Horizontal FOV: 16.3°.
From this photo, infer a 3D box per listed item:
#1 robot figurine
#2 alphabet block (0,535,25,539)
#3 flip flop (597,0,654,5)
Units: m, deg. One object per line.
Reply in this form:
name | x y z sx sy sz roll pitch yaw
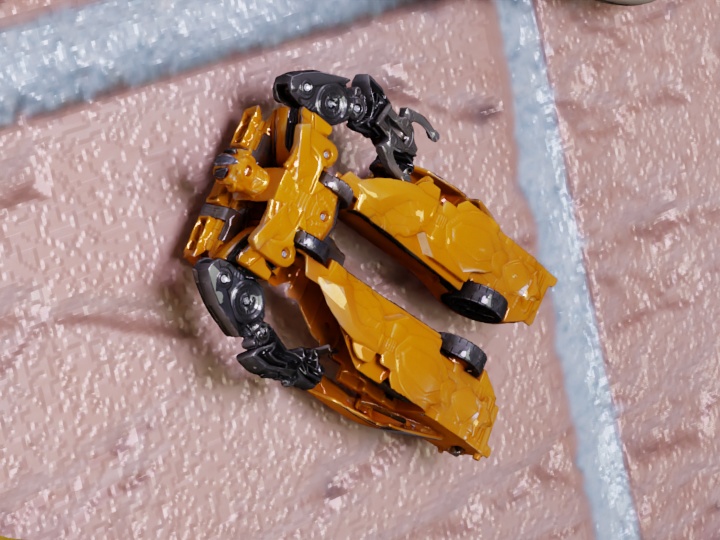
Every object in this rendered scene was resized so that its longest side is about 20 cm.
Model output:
robot figurine | 0.000 0.000 1.136 0.200 0.058 0.145 36 68 -36
alphabet block | -0.073 0.224 0.991 0.195 0.196 0.201 21 77 -40
flip flop | 0.094 -0.165 1.181 0.200 0.057 0.081 7 86 -43
